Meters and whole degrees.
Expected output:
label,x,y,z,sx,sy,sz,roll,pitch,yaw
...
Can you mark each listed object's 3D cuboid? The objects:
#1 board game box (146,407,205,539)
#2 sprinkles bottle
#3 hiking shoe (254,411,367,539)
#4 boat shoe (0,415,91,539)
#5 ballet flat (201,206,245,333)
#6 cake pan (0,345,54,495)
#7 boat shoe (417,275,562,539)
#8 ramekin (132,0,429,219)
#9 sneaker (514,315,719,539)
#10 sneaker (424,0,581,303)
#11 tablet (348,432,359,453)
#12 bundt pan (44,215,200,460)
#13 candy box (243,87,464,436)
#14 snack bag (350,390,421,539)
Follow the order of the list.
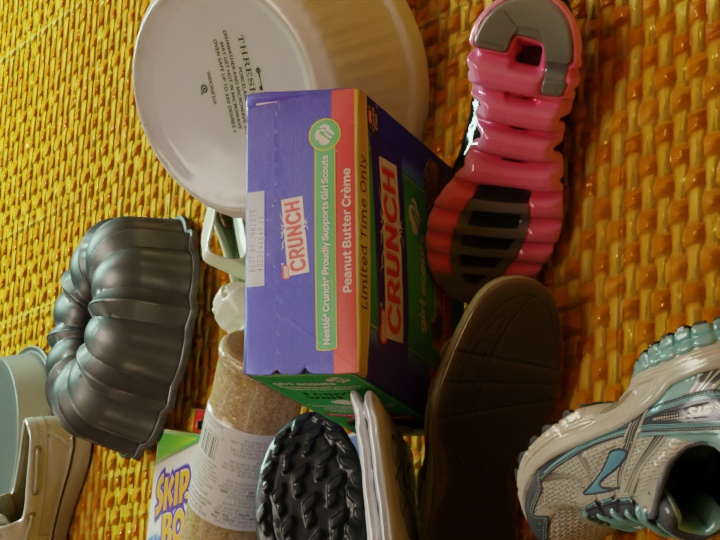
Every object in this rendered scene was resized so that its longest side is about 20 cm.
label,x,y,z,sx,sy,sz,roll,pitch,yaw
board game box,-0.135,0.204,1.885,0.096,0.030,0.200,0,80,64
sprinkles bottle,-0.084,0.142,1.724,0.068,0.068,0.200,-126,44,-55
hiking shoe,-0.017,0.189,1.540,0.087,0.074,0.200,44,-145,-76
boat shoe,-0.290,0.215,2.148,0.071,0.070,0.200,52,129,56
ballet flat,-0.081,0.007,1.780,0.069,0.069,0.200,-55,37,43
cake pan,-0.325,0.166,2.271,0.200,0.037,0.201,-30,56,59
boat shoe,0.069,0.091,1.447,0.063,0.073,0.201,-119,32,-64
ramekin,-0.062,-0.125,1.638,0.202,0.094,0.203,13,112,35
sneaker,0.146,0.106,1.275,0.200,0.077,0.086,-51,43,47
sneaker,0.090,-0.077,1.465,0.095,0.079,0.200,-71,-5,-67
tablet,-0.014,0.209,1.646,0.130,0.014,0.200,-24,62,60
bundt pan,-0.196,0.046,1.970,0.202,0.076,0.202,-167,90,-70
candy box,0.000,0.000,1.472,0.077,0.200,0.169,-5,75,21
snack bag,0.024,0.182,1.444,0.189,0.021,0.200,64,-162,-75
